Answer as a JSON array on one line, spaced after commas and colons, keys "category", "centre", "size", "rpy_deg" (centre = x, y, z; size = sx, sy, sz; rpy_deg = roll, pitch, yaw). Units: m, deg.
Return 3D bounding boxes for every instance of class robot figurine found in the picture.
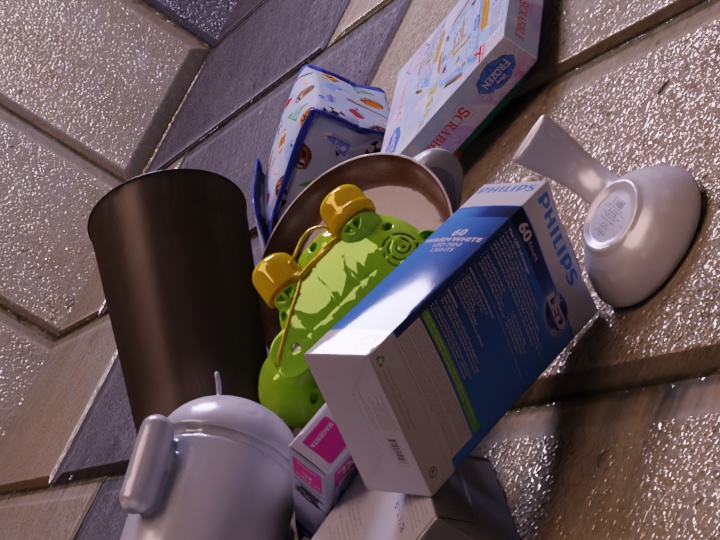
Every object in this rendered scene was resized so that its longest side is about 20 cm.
[{"category": "robot figurine", "centre": [-0.106, 0.173, 1.222], "size": [0.112, 0.170, 0.201], "rpy_deg": [-9, 48, 34]}]

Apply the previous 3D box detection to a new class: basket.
[{"category": "basket", "centre": [-0.140, 0.046, 1.402], "size": [0.181, 0.135, 0.202], "rpy_deg": [91, 167, -66]}]

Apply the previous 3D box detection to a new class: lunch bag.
[{"category": "lunch bag", "centre": [-0.049, -0.091, 1.787], "size": [0.170, 0.123, 0.201], "rpy_deg": [-97, 27, -66]}]

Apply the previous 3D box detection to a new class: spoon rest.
[{"category": "spoon rest", "centre": [0.170, -0.044, 1.152], "size": [0.100, 0.060, 0.200], "rpy_deg": [-56, 29, 13]}]

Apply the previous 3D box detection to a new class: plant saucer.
[{"category": "plant saucer", "centre": [0.000, 0.000, 1.415], "size": [0.199, 0.032, 0.202], "rpy_deg": [-19, 56, 30]}]

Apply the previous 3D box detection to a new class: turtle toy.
[{"category": "turtle toy", "centre": [-0.008, 0.041, 1.308], "size": [0.200, 0.146, 0.101], "rpy_deg": [-44, -24, 13]}]

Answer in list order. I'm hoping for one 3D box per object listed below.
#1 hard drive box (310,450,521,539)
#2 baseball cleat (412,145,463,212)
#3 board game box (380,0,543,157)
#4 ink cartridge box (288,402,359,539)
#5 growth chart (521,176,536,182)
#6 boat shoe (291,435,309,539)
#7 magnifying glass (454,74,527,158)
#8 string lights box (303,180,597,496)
[{"category": "hard drive box", "centre": [0.011, 0.214, 1.098], "size": [0.201, 0.076, 0.156], "rpy_deg": [-55, 16, 14]}, {"category": "baseball cleat", "centre": [0.034, -0.007, 1.484], "size": [0.107, 0.069, 0.201], "rpy_deg": [-92, 26, -53]}, {"category": "board game box", "centre": [0.095, -0.188, 1.585], "size": [0.200, 0.041, 0.201], "rpy_deg": [-47, 18, 35]}, {"category": "ink cartridge box", "centre": [0.002, 0.127, 1.209], "size": [0.119, 0.042, 0.200], "rpy_deg": [-48, -16, -21]}, {"category": "growth chart", "centre": [0.076, 0.030, 1.350], "size": [0.145, 0.018, 0.201], "rpy_deg": [-42, 23, 47]}, {"category": "boat shoe", "centre": [-0.060, 0.177, 1.397], "size": [0.070, 0.071, 0.201], "rpy_deg": [-58, 15, 4]}, {"category": "magnifying glass", "centre": [0.098, -0.133, 1.579], "size": [0.201, 0.022, 0.080], "rpy_deg": [-57, 16, 11]}, {"category": "string lights box", "centre": [0.063, 0.038, 1.074], "size": [0.059, 0.103, 0.200], "rpy_deg": [-2, 31, 44]}]
